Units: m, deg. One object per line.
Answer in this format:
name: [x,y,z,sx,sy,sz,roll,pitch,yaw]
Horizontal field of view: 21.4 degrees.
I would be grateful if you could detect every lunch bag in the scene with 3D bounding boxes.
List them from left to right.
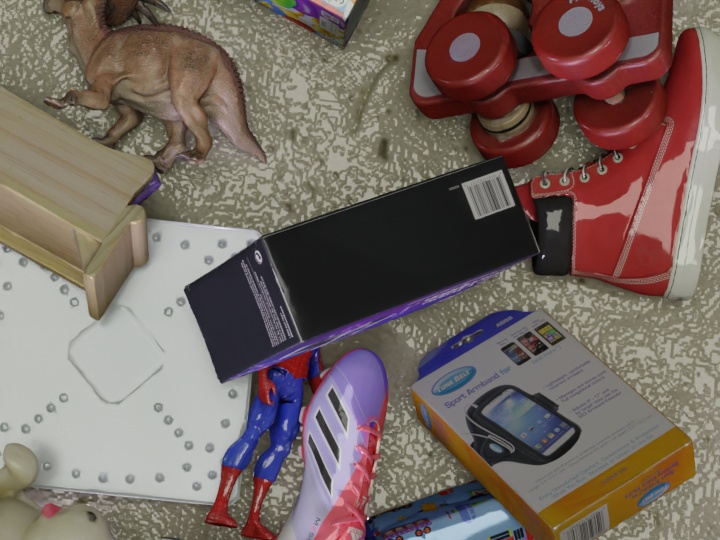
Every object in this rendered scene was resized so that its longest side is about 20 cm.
lunch bag: [0.100,0.256,1.355,0.150,0.094,0.201,-18,95,-6]

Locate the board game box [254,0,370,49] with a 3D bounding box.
board game box: [-0.075,-0.260,1.381,0.199,0.105,0.103,29,85,2]

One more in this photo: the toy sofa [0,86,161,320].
toy sofa: [-0.241,-0.061,1.344,0.199,0.083,0.098,28,67,7]

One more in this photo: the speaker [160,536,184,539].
speaker: [-0.122,0.287,1.281,0.081,0.081,0.201,15,78,0]

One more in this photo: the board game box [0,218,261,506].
board game box: [-0.177,0.062,1.387,0.199,0.026,0.201,6,84,-2]

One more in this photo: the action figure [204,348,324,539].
action figure: [-0.056,0.091,1.366,0.065,0.052,0.201,24,74,-37]

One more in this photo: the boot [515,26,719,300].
boot: [0.188,-0.088,1.392,0.143,0.072,0.201,11,88,1]

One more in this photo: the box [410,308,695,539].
box: [0.126,0.105,1.330,0.119,0.200,0.042,-29,131,-16]

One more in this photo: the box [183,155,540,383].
box: [0.000,0.000,1.306,0.199,0.141,0.079,-20,88,-29]

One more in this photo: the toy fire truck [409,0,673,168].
toy fire truck: [0.135,-0.178,1.373,0.199,0.112,0.169,-8,56,26]

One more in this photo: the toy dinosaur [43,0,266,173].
toy dinosaur: [-0.147,-0.152,1.383,0.199,0.086,0.136,21,77,-5]

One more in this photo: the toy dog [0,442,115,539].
toy dog: [-0.247,0.217,1.290,0.199,0.139,0.195,-7,89,16]

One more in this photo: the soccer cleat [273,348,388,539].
soccer cleat: [-0.014,0.155,1.325,0.067,0.076,0.201,22,88,-42]
